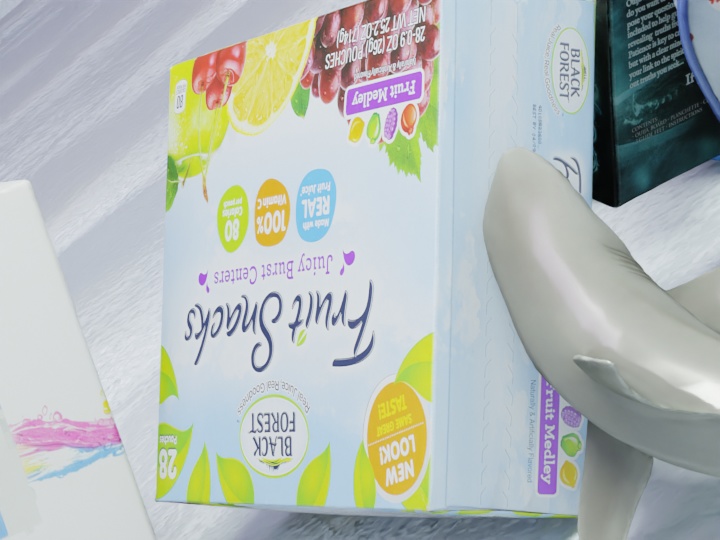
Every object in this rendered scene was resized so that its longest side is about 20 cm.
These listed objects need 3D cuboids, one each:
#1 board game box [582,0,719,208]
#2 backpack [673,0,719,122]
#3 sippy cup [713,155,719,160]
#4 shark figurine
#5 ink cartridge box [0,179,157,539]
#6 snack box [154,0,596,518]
[{"bbox_3d":[0.147,-0.120,0.825,0.199,0.136,0.028,-26,34,-32],"label":"board game box"},{"bbox_3d":[0.187,-0.100,0.714,0.190,0.200,0.154,-31,29,26],"label":"backpack"},{"bbox_3d":[0.141,-0.119,0.929,0.178,0.131,0.140,-36,16,-2],"label":"sippy cup"},{"bbox_3d":[0.106,0.025,0.642,0.214,0.089,0.129,3,79,37],"label":"shark figurine"},{"bbox_3d":[-0.166,0.082,0.904,0.125,0.201,0.128,-23,9,-24],"label":"ink cartridge box"},{"bbox_3d":[0.000,0.000,0.821,0.067,0.170,0.200,4,-5,-28],"label":"snack box"}]
